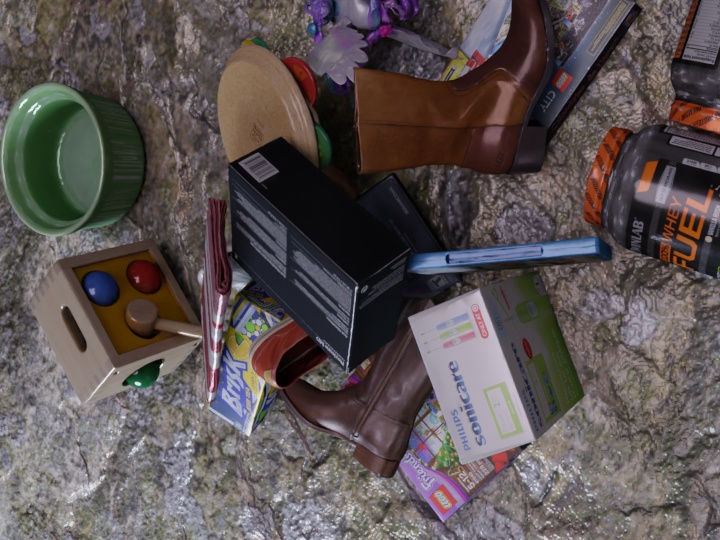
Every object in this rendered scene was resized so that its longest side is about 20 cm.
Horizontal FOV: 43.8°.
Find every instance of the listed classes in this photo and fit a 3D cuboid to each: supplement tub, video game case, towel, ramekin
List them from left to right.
[{"bbox_3d":[-0.393,-0.152,1.237,0.196,0.097,0.206,3,96,28],"label":"ramekin"},{"bbox_3d":[-0.169,0.037,1.042,0.202,0.022,0.146,105,160,-46],"label":"towel"},{"bbox_3d":[0.000,0.000,1.046,0.198,0.019,0.144,-33,99,21],"label":"video game case"},{"bbox_3d":[0.150,-0.013,0.912,0.195,0.143,0.018,-5,86,21],"label":"video game case"},{"bbox_3d":[0.319,-0.063,0.842,0.197,0.122,0.125,20,104,26],"label":"supplement tub"},{"bbox_3d":[0.356,-0.222,0.806,0.121,0.122,0.205,21,105,25],"label":"supplement tub"}]

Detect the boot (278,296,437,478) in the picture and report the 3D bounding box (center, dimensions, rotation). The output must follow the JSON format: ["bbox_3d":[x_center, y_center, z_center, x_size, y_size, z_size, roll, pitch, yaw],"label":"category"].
[{"bbox_3d":[0.012,0.101,1.018,0.184,0.064,0.204,30,105,23],"label":"boot"}]

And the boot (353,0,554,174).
[{"bbox_3d":[0.089,-0.191,0.897,0.195,0.069,0.193,1,108,-4],"label":"boot"}]

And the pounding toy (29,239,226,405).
[{"bbox_3d":[-0.285,0.068,1.166,0.142,0.182,0.202,-42,75,37],"label":"pounding toy"}]

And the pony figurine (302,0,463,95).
[{"bbox_3d":[0.005,-0.281,0.973,0.193,0.163,0.205,-142,46,-59],"label":"pony figurine"}]

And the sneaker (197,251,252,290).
[{"bbox_3d":[-0.121,0.004,1.122,0.196,0.075,0.083,-14,97,29],"label":"sneaker"}]

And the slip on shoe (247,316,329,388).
[{"bbox_3d":[-0.034,0.061,0.999,0.198,0.075,0.061,-36,44,-8],"label":"slip on shoe"}]

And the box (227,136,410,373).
[{"bbox_3d":[-0.048,-0.017,0.918,0.200,0.078,0.143,42,145,26],"label":"box"}]

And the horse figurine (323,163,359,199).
[{"bbox_3d":[-0.089,-0.141,1.097,0.131,0.050,0.204,-25,79,21],"label":"horse figurine"}]

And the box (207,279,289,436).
[{"bbox_3d":[-0.128,0.104,1.094,0.069,0.064,0.203,29,127,12],"label":"box"}]

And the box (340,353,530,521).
[{"bbox_3d":[0.084,0.166,1.038,0.201,0.039,0.137,50,115,16],"label":"box"}]

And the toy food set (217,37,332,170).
[{"bbox_3d":[-0.097,-0.157,1.010,0.200,0.048,0.201,43,141,34],"label":"toy food set"}]

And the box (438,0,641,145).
[{"bbox_3d":[0.181,-0.229,0.949,0.136,0.037,0.202,42,112,19],"label":"box"}]

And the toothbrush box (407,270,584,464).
[{"bbox_3d":[0.144,0.090,0.908,0.085,0.199,0.149,-23,83,28],"label":"toothbrush box"}]
